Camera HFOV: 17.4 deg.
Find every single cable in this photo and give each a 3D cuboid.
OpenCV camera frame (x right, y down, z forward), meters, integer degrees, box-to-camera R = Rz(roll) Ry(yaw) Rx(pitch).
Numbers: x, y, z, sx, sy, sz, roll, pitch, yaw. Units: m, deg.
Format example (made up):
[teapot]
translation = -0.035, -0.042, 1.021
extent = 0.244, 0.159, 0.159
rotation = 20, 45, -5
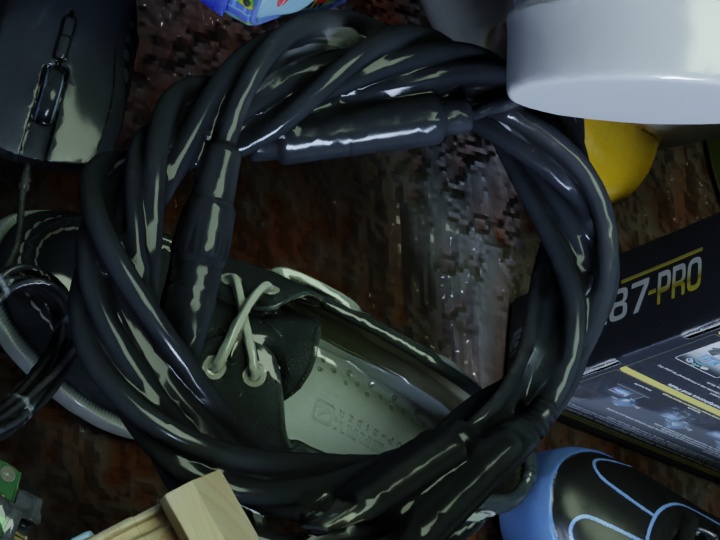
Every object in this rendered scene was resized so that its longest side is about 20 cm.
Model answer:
[cable]
translation = 0.000, 0.000, 0.735
extent = 0.200, 0.051, 0.163
rotation = -42, 97, -29

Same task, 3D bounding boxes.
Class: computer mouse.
[computer mouse]
translation = -0.102, -0.031, 0.721
extent = 0.059, 0.034, 0.200
rotation = 15, 49, -13

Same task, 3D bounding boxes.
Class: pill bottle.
[pill bottle]
translation = 0.096, -0.150, 0.725
extent = 0.119, 0.119, 0.200
rotation = 6, 85, -37

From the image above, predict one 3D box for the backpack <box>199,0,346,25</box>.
[backpack]
translation = -0.073, -0.182, 0.750
extent = 0.200, 0.135, 0.183
rotation = 28, 14, 3

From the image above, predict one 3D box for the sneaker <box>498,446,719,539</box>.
[sneaker]
translation = 0.143, 0.121, 0.861
extent = 0.200, 0.078, 0.070
rotation = 36, 55, -24

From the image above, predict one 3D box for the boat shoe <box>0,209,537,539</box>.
[boat shoe]
translation = -0.029, 0.030, 0.770
extent = 0.200, 0.060, 0.076
rotation = 25, 61, -28

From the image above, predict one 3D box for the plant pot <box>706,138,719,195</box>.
[plant pot]
translation = 0.276, -0.074, 0.959
extent = 0.187, 0.200, 0.188
rotation = 14, 65, -34

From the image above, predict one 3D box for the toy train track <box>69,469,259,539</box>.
[toy train track]
translation = -0.112, 0.102, 0.613
extent = 0.200, 0.033, 0.115
rotation = -25, 80, -27

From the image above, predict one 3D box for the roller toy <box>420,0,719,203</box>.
[roller toy]
translation = 0.109, -0.136, 0.891
extent = 0.182, 0.140, 0.200
rotation = -21, 97, -46

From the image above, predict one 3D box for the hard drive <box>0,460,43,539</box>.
[hard drive]
translation = -0.193, 0.077, 0.638
extent = 0.200, 0.038, 0.140
rotation = 31, 57, -25

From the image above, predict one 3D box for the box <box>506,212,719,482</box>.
[box]
translation = 0.179, 0.041, 0.866
extent = 0.200, 0.161, 0.049
rotation = 22, 60, -29
